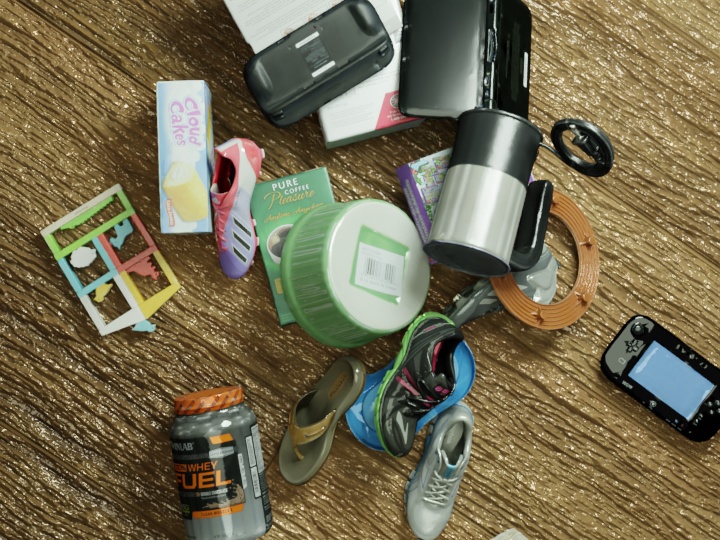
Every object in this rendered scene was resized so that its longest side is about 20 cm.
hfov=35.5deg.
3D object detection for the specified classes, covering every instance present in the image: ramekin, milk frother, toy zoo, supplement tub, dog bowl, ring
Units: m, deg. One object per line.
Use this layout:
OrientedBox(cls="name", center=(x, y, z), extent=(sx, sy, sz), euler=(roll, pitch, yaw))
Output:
OrientedBox(cls="ramekin", center=(0.000, 0.000, 1.508), extent=(0.198, 0.097, 0.203), euler=(7, 78, -35))
OrientedBox(cls="milk frother", center=(0.201, -0.095, 1.423), extent=(0.179, 0.200, 0.190), euler=(21, 75, -18))
OrientedBox(cls="toy zoo", center=(-0.341, -0.002, 1.575), extent=(0.130, 0.020, 0.201), euler=(-32, 92, -2))
OrientedBox(cls="supplement tub", center=(-0.193, 0.266, 1.535), extent=(0.121, 0.123, 0.203), euler=(-10, 91, -3))
OrientedBox(cls="dog bowl", center=(0.071, 0.168, 1.575), extent=(0.199, 0.050, 0.112), euler=(-39, 79, -1))
OrientedBox(cls="ring", center=(0.258, -0.019, 1.559), extent=(0.198, 0.019, 0.203), euler=(6, 79, -30))

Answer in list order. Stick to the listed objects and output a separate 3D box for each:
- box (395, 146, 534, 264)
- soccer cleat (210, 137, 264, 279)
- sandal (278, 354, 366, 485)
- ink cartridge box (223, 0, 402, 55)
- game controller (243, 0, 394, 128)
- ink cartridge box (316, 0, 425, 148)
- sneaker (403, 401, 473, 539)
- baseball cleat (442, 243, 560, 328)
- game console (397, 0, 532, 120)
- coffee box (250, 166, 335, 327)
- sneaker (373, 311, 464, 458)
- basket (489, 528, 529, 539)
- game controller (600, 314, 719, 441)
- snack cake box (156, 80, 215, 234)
OrientedBox(cls="box", center=(0.155, -0.107, 1.547), extent=(0.199, 0.039, 0.138), euler=(-22, 92, -31))
OrientedBox(cls="soccer cleat", center=(-0.177, -0.081, 1.522), extent=(0.066, 0.076, 0.202), euler=(25, 116, 34))
OrientedBox(cls="sandal", center=(-0.063, 0.202, 1.551), extent=(0.080, 0.054, 0.201), euler=(40, 104, 36))
OrientedBox(cls="ink cartridge box", center=(-0.069, -0.357, 1.493), extent=(0.199, 0.045, 0.177), euler=(-30, 114, 0))
OrientedBox(cls="game controller", center=(-0.055, -0.276, 1.489), extent=(0.199, 0.042, 0.105), euler=(-31, 100, 0))
OrientedBox(cls="ink cartridge box", center=(-0.003, -0.287, 1.557), extent=(0.143, 0.083, 0.202), euler=(-14, 90, -2))
OrientedBox(cls="sneaker", center=(0.111, 0.283, 1.570), extent=(0.074, 0.087, 0.202), euler=(14, 91, -4))
OrientedBox(cls="baseball cleat", center=(0.202, 0.038, 1.565), extent=(0.200, 0.070, 0.107), euler=(-41, 93, -14))
OrientedBox(cls="game console", center=(0.149, -0.290, 1.548), extent=(0.115, 0.175, 0.203), euler=(-3, 77, 34))
OrientedBox(cls="coffee box", center=(-0.081, -0.034, 1.577), extent=(0.122, 0.044, 0.202), euler=(-16, 92, -3))
OrientedBox(cls="sneaker", center=(0.079, 0.156, 1.494), extent=(0.076, 0.083, 0.202), euler=(16, 94, -48))
OrientedBox(cls="basket", center=(0.196, 0.487, 1.538), extent=(0.199, 0.161, 0.199), euler=(-32, 92, -1))
OrientedBox(cls="game controller", center=(0.440, 0.154, 1.599), extent=(0.199, 0.042, 0.105), euler=(36, 88, -2))
OrientedBox(cls="snack cake box", center=(-0.236, -0.150, 1.532), extent=(0.066, 0.115, 0.203), euler=(-2, 91, -1))
